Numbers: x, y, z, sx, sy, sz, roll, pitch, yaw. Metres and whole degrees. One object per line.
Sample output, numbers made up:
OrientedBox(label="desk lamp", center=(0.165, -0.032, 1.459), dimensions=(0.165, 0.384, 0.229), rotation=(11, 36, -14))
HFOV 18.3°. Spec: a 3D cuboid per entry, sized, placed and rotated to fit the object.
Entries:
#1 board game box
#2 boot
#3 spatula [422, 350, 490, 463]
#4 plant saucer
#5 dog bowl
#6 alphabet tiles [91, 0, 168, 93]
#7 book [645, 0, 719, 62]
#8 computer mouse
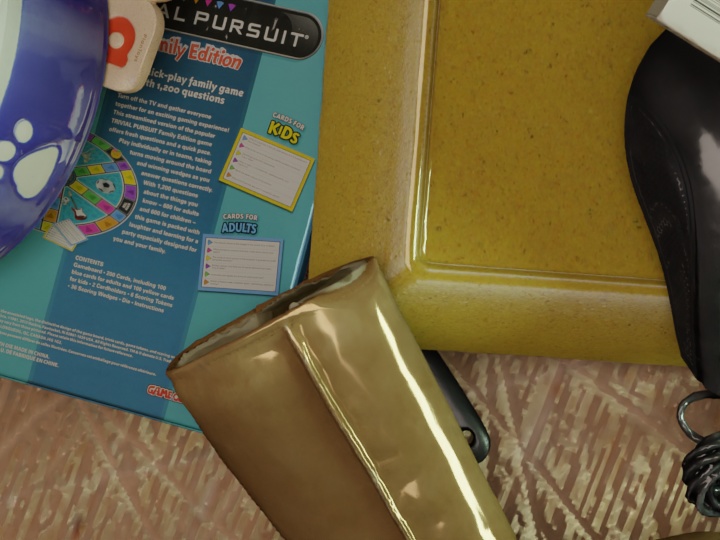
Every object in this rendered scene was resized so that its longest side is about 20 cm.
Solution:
OrientedBox(label="board game box", center=(-0.083, -0.036, 0.976), dimensions=(0.151, 0.047, 0.200), rotation=(14, 88, 16))
OrientedBox(label="boot", center=(0.044, 0.084, 0.896), dimensions=(0.175, 0.066, 0.200), rotation=(-29, 98, 7))
OrientedBox(label="spatula", center=(0.000, 0.000, 0.985), dimensions=(0.057, 0.021, 0.200), rotation=(-33, 75, 6))
OrientedBox(label="plant saucer", center=(0.085, -0.062, 0.933), dimensions=(0.200, 0.048, 0.200), rotation=(4, 90, -12))
OrientedBox(label="dog bowl", center=(-0.205, -0.093, 0.950), dimensions=(0.200, 0.079, 0.200), rotation=(-9, 74, 34))
OrientedBox(label="alphabet tiles", center=(-0.142, -0.156, 0.976), dimensions=(0.196, 0.015, 0.200), rotation=(22, 93, 38))
OrientedBox(label="book", center=(0.223, -0.093, 0.798), dimensions=(0.200, 0.048, 0.134), rotation=(32, 98, -7))
OrientedBox(label="computer mouse", center=(0.172, -0.009, 0.906), dimensions=(0.138, 0.053, 0.200), rotation=(-24, 102, -22))
